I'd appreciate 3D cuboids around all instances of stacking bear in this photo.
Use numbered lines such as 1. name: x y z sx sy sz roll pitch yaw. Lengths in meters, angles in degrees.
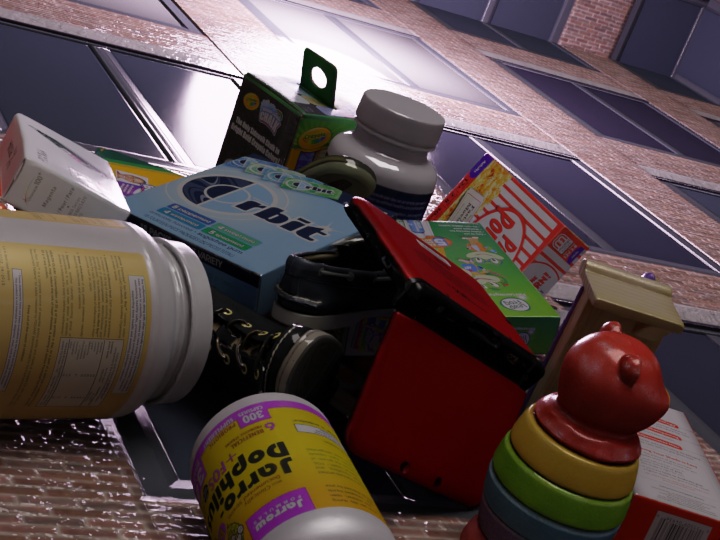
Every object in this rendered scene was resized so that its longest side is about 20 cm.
1. stacking bear: 0.159 0.137 0.986 0.113 0.200 0.121 19 20 -7

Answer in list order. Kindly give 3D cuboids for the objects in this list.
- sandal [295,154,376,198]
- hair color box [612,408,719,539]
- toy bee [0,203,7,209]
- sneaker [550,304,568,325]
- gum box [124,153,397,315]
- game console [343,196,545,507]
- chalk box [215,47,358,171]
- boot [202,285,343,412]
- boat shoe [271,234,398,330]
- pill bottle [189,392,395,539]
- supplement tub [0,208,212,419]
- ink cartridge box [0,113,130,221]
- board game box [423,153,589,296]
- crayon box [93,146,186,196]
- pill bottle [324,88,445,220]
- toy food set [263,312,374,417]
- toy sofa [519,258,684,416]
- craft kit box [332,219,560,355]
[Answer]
1. sandal: -0.064 -0.053 1.323 0.080 0.201 0.057 20 60 -31
2. hair color box: 0.251 0.180 1.178 0.101 0.061 0.200 19 21 -8
3. toy bee: -0.278 -0.006 1.050 0.131 0.109 0.200 24 20 1
4. sneaker: 0.196 0.077 1.393 0.115 0.075 0.200 18 9 5
5. gum box: -0.093 -0.036 1.187 0.170 0.045 0.200 24 30 27
6. game console: 0.044 0.065 1.051 0.200 0.119 0.172 34 17 -49
7. chalk box: -0.064 -0.139 1.477 0.124 0.200 0.125 3 27 -41
8. boot: -0.093 0.055 1.013 0.154 0.074 0.204 33 -12 9
9. boat shoe: 0.000 0.000 1.115 0.075 0.062 0.200 24 22 35
10. pill bottle: -0.037 0.168 0.845 0.104 0.104 0.200 11 22 -26
11. supplement tub: -0.220 0.032 0.951 0.200 0.146 0.145 5 25 -39
12. ink cartridge box: -0.282 -0.094 1.101 0.173 0.044 0.200 30 6 -22
13. board game box: 0.139 -0.023 1.453 0.046 0.152 0.200 37 8 -33
14. crayon box: -0.221 -0.048 1.289 0.119 0.058 0.200 19 20 -6
15. pill bottle: 0.011 -0.079 1.399 0.119 0.200 0.120 19 20 -7
16. toy food set: 0.024 0.082 1.190 0.200 0.061 0.143 30 21 34
17. toy sofa: 0.187 0.090 1.143 0.083 0.200 0.098 17 26 -10
18. craft kit box: 0.053 0.012 1.241 0.200 0.049 0.198 1 30 -20
